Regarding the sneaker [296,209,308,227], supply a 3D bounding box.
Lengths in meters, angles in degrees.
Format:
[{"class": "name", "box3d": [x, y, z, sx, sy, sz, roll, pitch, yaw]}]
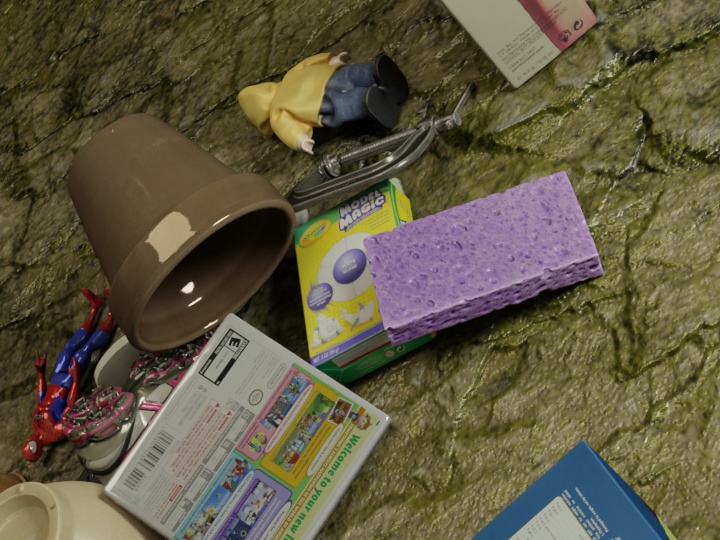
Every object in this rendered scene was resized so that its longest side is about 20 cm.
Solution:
[{"class": "sneaker", "box3d": [-0.140, -0.065, 1.639, 0.198, 0.086, 0.076, 19, 113, 31]}]

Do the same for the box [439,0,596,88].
[{"class": "box", "box3d": [0.120, -0.297, 1.506, 0.109, 0.200, 0.128, -37, 43, 12]}]

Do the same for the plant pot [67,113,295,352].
[{"class": "plant pot", "box3d": [-0.189, -0.050, 1.498, 0.200, 0.200, 0.175, -44, 70, 3]}]

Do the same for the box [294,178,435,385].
[{"class": "box", "box3d": [0.000, 0.000, 1.491, 0.116, 0.048, 0.202, -29, 44, 20]}]

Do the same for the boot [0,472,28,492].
[{"class": "boot", "box3d": [-0.377, 0.285, 1.583, 0.073, 0.075, 0.202, -24, 46, 26]}]

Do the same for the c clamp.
[{"class": "c clamp", "box3d": [0.013, -0.111, 1.553, 0.198, 0.027, 0.171, -20, 21, 27]}]

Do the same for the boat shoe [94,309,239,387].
[{"class": "boat shoe", "box3d": [-0.195, 0.052, 1.612, 0.199, 0.071, 0.064, -39, 40, -4]}]

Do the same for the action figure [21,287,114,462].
[{"class": "action figure", "box3d": [-0.318, 0.113, 1.683, 0.065, 0.052, 0.202, 2, 64, 36]}]

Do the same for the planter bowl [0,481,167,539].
[{"class": "planter bowl", "box3d": [-0.274, 0.271, 1.398, 0.198, 0.135, 0.202, -21, 46, 24]}]

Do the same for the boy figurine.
[{"class": "boy figurine", "box3d": [-0.050, -0.175, 1.660, 0.198, 0.064, 0.126, -6, 57, 38]}]

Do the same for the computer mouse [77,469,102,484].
[{"class": "computer mouse", "box3d": [-0.260, 0.183, 1.590, 0.058, 0.034, 0.202, -14, 52, 33]}]

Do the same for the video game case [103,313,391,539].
[{"class": "video game case", "box3d": [-0.100, 0.166, 1.393, 0.181, 0.022, 0.201, 32, 72, 12]}]

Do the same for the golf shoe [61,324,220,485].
[{"class": "golf shoe", "box3d": [-0.199, 0.131, 1.552, 0.199, 0.093, 0.072, -36, 30, -20]}]

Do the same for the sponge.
[{"class": "sponge", "box3d": [0.106, -0.013, 1.390, 0.198, 0.030, 0.112, -19, 48, 3]}]

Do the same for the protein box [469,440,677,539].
[{"class": "protein box", "box3d": [0.159, 0.274, 1.101, 0.200, 0.135, 0.199, -42, 43, 6]}]
